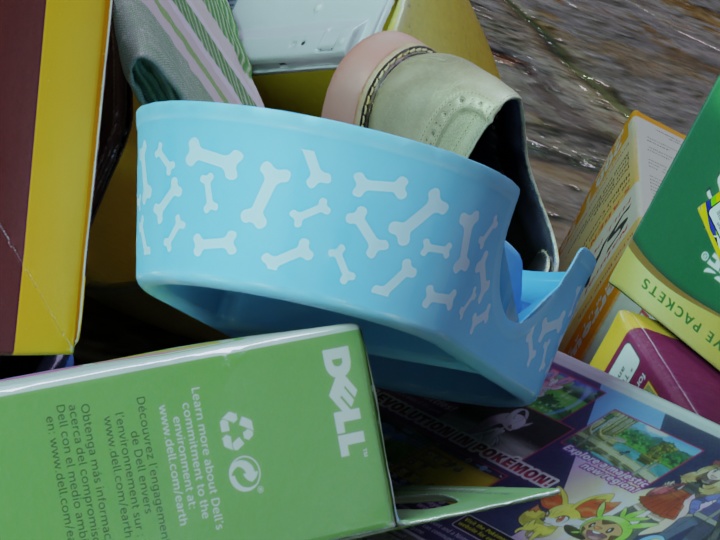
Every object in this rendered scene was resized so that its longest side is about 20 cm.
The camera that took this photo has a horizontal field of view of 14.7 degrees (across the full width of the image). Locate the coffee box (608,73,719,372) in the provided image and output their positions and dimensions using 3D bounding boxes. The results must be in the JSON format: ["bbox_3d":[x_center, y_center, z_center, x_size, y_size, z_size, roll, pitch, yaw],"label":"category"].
[{"bbox_3d":[0.177,-0.045,0.933,0.044,0.201,0.123,2,33,-49],"label":"coffee box"}]

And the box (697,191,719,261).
[{"bbox_3d":[0.174,0.051,0.830,0.070,0.064,0.201,24,38,-47],"label":"box"}]

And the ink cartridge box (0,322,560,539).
[{"bbox_3d":[-0.058,0.053,0.768,0.199,0.060,0.104,-10,0,-28],"label":"ink cartridge box"}]

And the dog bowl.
[{"bbox_3d":[0.000,0.000,0.824,0.111,0.050,0.200,10,-9,20],"label":"dog bowl"}]

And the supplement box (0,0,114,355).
[{"bbox_3d":[-0.185,-0.085,0.772,0.199,0.198,0.133,1,9,-34],"label":"supplement box"}]

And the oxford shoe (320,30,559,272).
[{"bbox_3d":[0.033,0.015,1.007,0.074,0.201,0.071,20,43,39],"label":"oxford shoe"}]

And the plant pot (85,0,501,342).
[{"bbox_3d":[-0.014,-0.043,1.120,0.142,0.200,0.200,39,10,-36],"label":"plant pot"}]

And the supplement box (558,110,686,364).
[{"bbox_3d":[0.117,0.026,1.175,0.073,0.126,0.200,26,19,-5],"label":"supplement box"}]

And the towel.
[{"bbox_3d":[-0.067,-0.087,0.963,0.153,0.023,0.200,57,9,-46],"label":"towel"}]

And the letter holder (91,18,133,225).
[{"bbox_3d":[-0.151,-0.051,0.988,0.100,0.143,0.200,21,21,-17],"label":"letter holder"}]

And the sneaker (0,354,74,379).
[{"bbox_3d":[-0.172,0.044,0.803,0.199,0.079,0.066,-1,34,-37],"label":"sneaker"}]

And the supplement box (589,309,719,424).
[{"bbox_3d":[0.127,0.124,0.935,0.103,0.131,0.200,20,22,-22],"label":"supplement box"}]

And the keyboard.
[{"bbox_3d":[-0.056,-0.098,1.086,0.199,0.056,0.011,0,-36,47],"label":"keyboard"}]

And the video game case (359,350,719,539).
[{"bbox_3d":[0.014,0.078,0.863,0.182,0.023,0.200,-27,33,-30],"label":"video game case"}]
